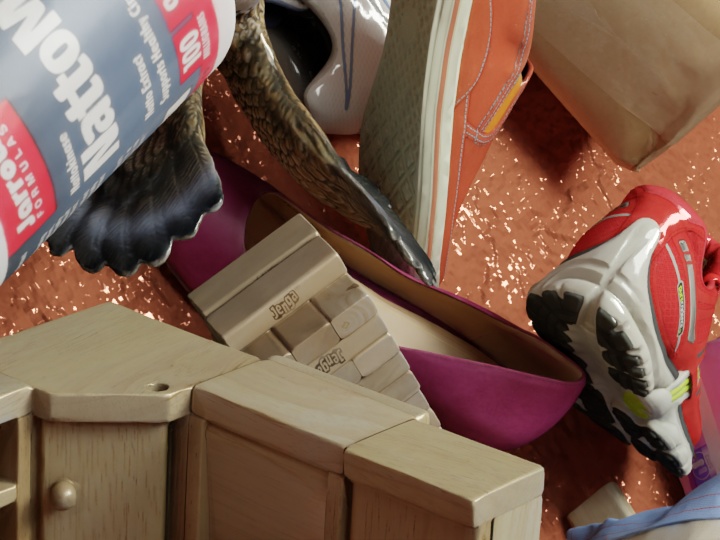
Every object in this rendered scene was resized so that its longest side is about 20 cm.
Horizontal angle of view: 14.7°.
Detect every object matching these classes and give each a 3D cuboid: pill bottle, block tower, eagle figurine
[{"bbox_3d":[-0.146,-0.055,0.953,0.120,0.119,0.200,47,61,-10],"label":"pill bottle"},{"bbox_3d":[0.006,0.076,1.063,0.200,0.058,0.054,59,-8,-36],"label":"block tower"},{"bbox_3d":[-0.057,-0.083,1.099,0.151,0.151,0.201,28,55,-72],"label":"eagle figurine"}]

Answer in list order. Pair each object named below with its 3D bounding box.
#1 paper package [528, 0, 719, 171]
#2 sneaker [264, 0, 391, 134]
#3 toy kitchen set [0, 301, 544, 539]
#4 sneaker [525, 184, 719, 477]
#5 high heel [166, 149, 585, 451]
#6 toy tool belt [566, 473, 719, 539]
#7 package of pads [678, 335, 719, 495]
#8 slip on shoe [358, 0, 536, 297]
[{"bbox_3d":[0.113,-0.182,1.326,0.200,0.103,0.191,47,31,-10],"label":"paper package"},{"bbox_3d":[-0.025,-0.151,1.226,0.087,0.074,0.201,-14,75,-41],"label":"sneaker"},{"bbox_3d":[-0.073,0.132,0.923,0.180,0.199,0.164,-19,120,-47],"label":"toy kitchen set"},{"bbox_3d":[0.127,0.025,1.181,0.077,0.200,0.085,34,78,17],"label":"sneaker"},{"bbox_3d":[0.000,0.000,1.137,0.200,0.096,0.068,40,45,-17],"label":"high heel"},{"bbox_3d":[0.160,0.120,1.139,0.125,0.199,0.124,32,50,-36],"label":"toy tool belt"},{"bbox_3d":[0.216,0.125,1.276,0.120,0.076,0.201,-1,67,-41],"label":"package of pads"},{"bbox_3d":[0.042,-0.076,1.165,0.061,0.201,0.074,-1,27,-23],"label":"slip on shoe"}]
